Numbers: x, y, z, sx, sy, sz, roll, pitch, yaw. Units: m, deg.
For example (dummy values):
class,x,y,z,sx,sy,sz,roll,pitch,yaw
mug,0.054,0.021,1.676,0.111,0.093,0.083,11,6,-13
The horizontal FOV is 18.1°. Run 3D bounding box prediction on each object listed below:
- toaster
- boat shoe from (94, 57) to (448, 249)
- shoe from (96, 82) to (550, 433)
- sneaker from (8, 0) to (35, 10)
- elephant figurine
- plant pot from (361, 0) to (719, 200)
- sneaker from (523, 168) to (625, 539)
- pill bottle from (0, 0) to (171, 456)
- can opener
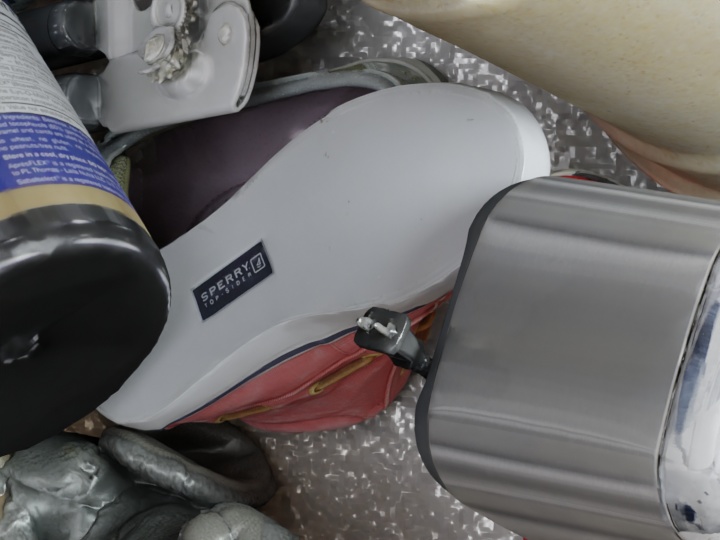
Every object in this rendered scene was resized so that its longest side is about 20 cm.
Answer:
class,x,y,z,sx,sy,sz,roll,pitch,yaw
toaster,0.111,0.039,0.662,0.129,0.200,0.114,6,77,55
boat shoe,-0.061,-0.029,0.834,0.201,0.065,0.075,-17,81,22
shoe,0.000,0.000,0.776,0.200,0.091,0.072,-31,66,32
sneaker,-0.121,-0.137,0.837,0.200,0.077,0.087,28,135,49
elephant figurine,-0.087,0.103,0.815,0.141,0.155,0.200,-33,41,-14
plant pot,0.084,-0.126,0.679,0.200,0.183,0.201,-8,78,43
sneaker,0.074,0.065,0.760,0.077,0.085,0.201,-12,83,24
pill bottle,-0.155,-0.041,0.777,0.112,0.112,0.200,-44,58,16
can opener,-0.099,-0.073,0.846,0.199,0.066,0.053,-6,83,41
